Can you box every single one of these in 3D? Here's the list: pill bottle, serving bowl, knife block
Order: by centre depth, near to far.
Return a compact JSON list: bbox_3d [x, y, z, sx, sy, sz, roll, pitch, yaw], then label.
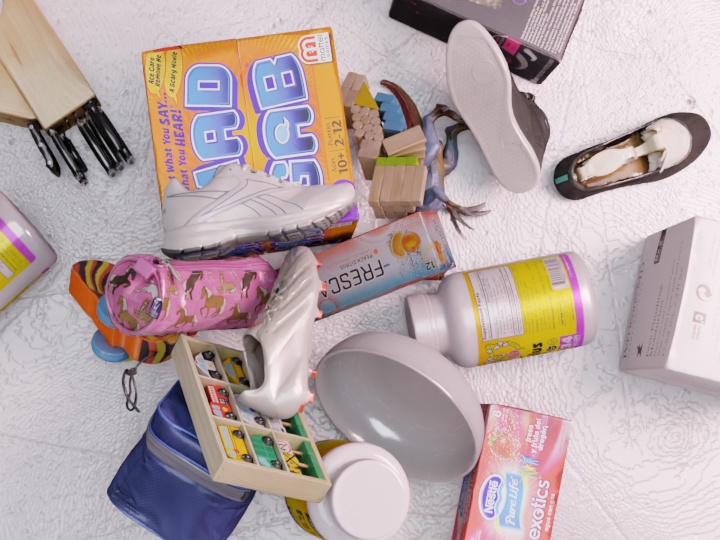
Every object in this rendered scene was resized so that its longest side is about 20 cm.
[{"bbox_3d":[-0.013,0.234,1.540,0.108,0.200,0.111,1,85,-13],"label":"pill bottle"},{"bbox_3d":[0.050,0.135,1.577,0.199,0.200,0.066,35,55,0],"label":"serving bowl"},{"bbox_3d":[-0.432,0.015,1.585,0.200,0.104,0.104,-43,89,-7],"label":"pill bottle"},{"bbox_3d":[0.152,0.047,1.615,0.197,0.104,0.106,-10,85,-4],"label":"pill bottle"},{"bbox_3d":[-0.325,-0.202,1.634,0.173,0.064,0.203,11,84,-3],"label":"knife block"}]

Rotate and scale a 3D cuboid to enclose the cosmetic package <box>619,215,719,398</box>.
[{"bbox_3d":[0.394,0.048,1.590,0.163,0.200,0.167,14,84,-3],"label":"cosmetic package"}]

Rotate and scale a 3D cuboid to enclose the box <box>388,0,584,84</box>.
[{"bbox_3d":[0.143,-0.305,1.645,0.198,0.122,0.107,24,83,-1],"label":"box"}]

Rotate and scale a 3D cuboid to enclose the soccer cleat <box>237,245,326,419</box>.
[{"bbox_3d":[-0.082,0.056,1.517,0.077,0.069,0.202,15,56,-18],"label":"soccer cleat"}]

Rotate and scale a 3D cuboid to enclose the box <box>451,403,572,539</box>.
[{"bbox_3d":[0.160,0.252,1.606,0.093,0.103,0.203,12,85,-2],"label":"box"}]

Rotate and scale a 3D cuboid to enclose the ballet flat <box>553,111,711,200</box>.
[{"bbox_3d":[0.315,-0.129,1.668,0.198,0.068,0.069,-23,86,-6],"label":"ballet flat"}]

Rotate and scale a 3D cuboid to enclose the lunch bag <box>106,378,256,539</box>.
[{"bbox_3d":[-0.164,0.193,1.546,0.135,0.200,0.133,33,102,-2],"label":"lunch bag"}]

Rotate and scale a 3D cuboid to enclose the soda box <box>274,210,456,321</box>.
[{"bbox_3d":[0.000,0.000,1.598,0.198,0.063,0.069,-21,85,21],"label":"soda box"}]

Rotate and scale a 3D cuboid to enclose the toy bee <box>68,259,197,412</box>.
[{"bbox_3d":[-0.237,0.066,1.591,0.108,0.131,0.202,-8,66,-30],"label":"toy bee"}]

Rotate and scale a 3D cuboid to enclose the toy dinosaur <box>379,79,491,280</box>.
[{"bbox_3d":[0.078,-0.089,1.664,0.199,0.105,0.183,30,93,33],"label":"toy dinosaur"}]

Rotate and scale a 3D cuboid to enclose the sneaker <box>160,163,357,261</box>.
[{"bbox_3d":[-0.102,-0.067,1.432,0.197,0.075,0.088,-10,81,-4],"label":"sneaker"}]

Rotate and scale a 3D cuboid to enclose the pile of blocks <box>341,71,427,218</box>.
[{"bbox_3d":[0.031,-0.133,1.627,0.081,0.062,0.202,-19,57,1],"label":"pile of blocks"}]

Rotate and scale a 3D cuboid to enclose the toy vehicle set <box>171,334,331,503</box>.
[{"bbox_3d":[-0.113,0.149,1.490,0.123,0.201,0.027,17,117,-31],"label":"toy vehicle set"}]

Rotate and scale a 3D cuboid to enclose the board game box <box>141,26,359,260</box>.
[{"bbox_3d":[-0.115,-0.126,1.571,0.197,0.200,0.203,-8,85,-3],"label":"board game box"}]

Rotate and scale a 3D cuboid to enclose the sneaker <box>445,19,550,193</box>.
[{"bbox_3d":[0.153,-0.193,1.634,0.070,0.099,0.202,-17,111,24],"label":"sneaker"}]

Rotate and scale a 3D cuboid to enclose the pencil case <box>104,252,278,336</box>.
[{"bbox_3d":[-0.171,0.023,1.534,0.086,0.199,0.084,-7,86,37],"label":"pencil case"}]
